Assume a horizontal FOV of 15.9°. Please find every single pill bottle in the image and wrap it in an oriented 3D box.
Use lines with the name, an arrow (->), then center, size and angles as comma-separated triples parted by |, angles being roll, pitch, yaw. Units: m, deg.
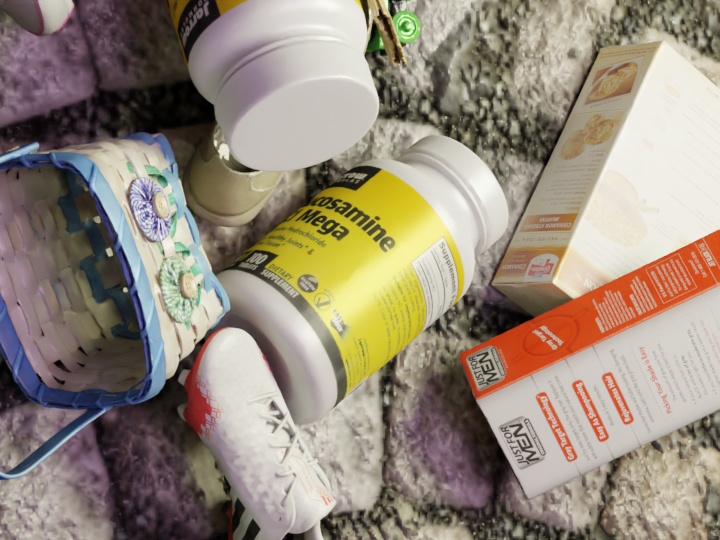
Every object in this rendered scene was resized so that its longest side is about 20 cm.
pill bottle -> 0.000, 0.000, 1.661 | 0.200, 0.112, 0.113 | -40, 111, -29
pill bottle -> -0.061, -0.168, 1.569 | 0.114, 0.114, 0.200 | 4, 54, -35

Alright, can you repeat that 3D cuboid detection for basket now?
basket -> -0.183, 0.006, 1.514 | 0.200, 0.139, 0.177 | -33, 108, -41

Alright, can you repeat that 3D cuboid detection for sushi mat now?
sushi mat -> -0.014, -0.228, 1.631 | 0.012, 0.096, 0.200 | -21, 71, 1

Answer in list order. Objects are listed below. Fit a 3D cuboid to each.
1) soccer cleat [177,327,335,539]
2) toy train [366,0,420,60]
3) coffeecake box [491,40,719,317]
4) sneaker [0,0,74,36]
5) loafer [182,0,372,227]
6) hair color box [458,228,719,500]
soccer cleat -> -0.056, 0.120, 1.597 | 0.069, 0.085, 0.200 | -40, 136, -35
toy train -> 0.011, -0.241, 1.719 | 0.056, 0.042, 0.201 | 3, 88, -25
coffeecake box -> 0.204, -0.036, 1.828 | 0.153, 0.073, 0.200 | 37, 69, -29
sneaker -> -0.262, -0.188, 1.508 | 0.200, 0.081, 0.088 | 33, 75, -23
loafer -> -0.044, -0.119, 1.648 | 0.076, 0.068, 0.200 | 29, 72, -8
hair color box -> 0.179, 0.064, 1.742 | 0.200, 0.061, 0.102 | -26, 123, 3
